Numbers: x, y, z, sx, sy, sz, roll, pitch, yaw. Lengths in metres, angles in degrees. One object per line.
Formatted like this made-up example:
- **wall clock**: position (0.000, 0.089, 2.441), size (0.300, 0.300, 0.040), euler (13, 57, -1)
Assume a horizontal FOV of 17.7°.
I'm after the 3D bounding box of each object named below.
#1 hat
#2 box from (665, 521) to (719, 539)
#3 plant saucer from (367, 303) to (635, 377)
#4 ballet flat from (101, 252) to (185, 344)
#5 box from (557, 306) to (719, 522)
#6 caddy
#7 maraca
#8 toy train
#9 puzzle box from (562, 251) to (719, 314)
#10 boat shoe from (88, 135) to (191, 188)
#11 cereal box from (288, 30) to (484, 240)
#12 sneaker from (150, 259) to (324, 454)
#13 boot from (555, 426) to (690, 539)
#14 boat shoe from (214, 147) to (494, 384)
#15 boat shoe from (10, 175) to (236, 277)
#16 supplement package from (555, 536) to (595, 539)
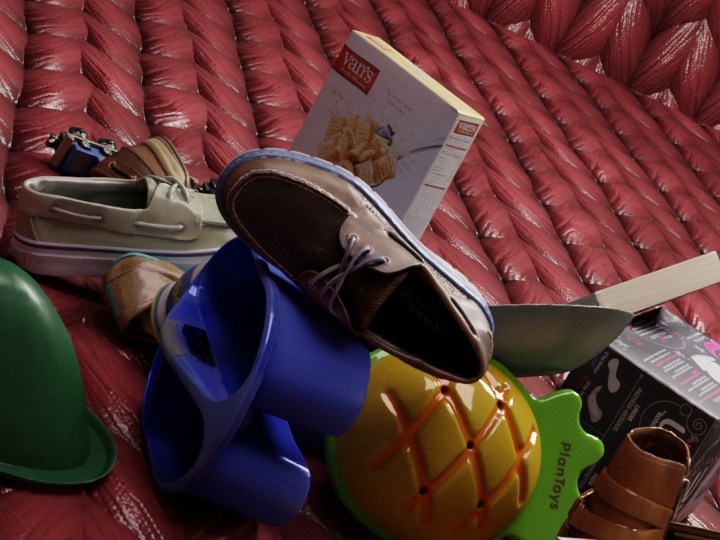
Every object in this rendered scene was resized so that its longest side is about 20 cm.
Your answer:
- **hat**: position (-0.194, 0.004, 1.320), size (0.199, 0.177, 0.166), euler (15, 20, -39)
- **box**: position (0.274, 0.216, 1.562), size (0.199, 0.021, 0.163), euler (29, -13, -27)
- **plant saucer**: position (0.088, 0.052, 1.581), size (0.200, 0.039, 0.201), euler (-1, -8, 0)
- **ballet flat**: position (-0.087, 0.046, 1.603), size (0.199, 0.068, 0.073), euler (20, 37, -26)
- **box**: position (0.215, 0.120, 1.733), size (0.114, 0.133, 0.200), euler (34, 16, 17)
- **caddy**: position (-0.076, 0.063, 1.407), size (0.105, 0.142, 0.200), euler (27, 14, -20)
- **maraca**: position (0.068, 0.118, 1.496), size (0.199, 0.138, 0.107), euler (15, -7, -22)
- **toy train**: position (-0.166, -0.070, 1.883), size (0.199, 0.034, 0.046), euler (20, 30, -31)
- **puzzle box**: position (0.173, 0.036, 1.805), size (0.133, 0.200, 0.026), euler (-18, 86, -35)
- **boat shoe**: position (-0.144, -0.023, 1.725), size (0.067, 0.072, 0.200), euler (-16, 43, -20)
- **cereal box**: position (0.000, -0.072, 1.852), size (0.039, 0.201, 0.144), euler (10, 22, -47)
- **sneaker**: position (-0.040, 0.057, 1.540), size (0.199, 0.082, 0.074), euler (30, 47, -16)
- **boot**: position (0.139, 0.176, 1.378), size (0.073, 0.155, 0.200), euler (28, 15, 2)
- **boat shoe**: position (0.003, -0.002, 1.365), size (0.199, 0.072, 0.072), euler (32, 15, -18)
- **boat shoe**: position (-0.144, -0.034, 1.619), size (0.199, 0.062, 0.072), euler (-4, 31, -18)
- **supplement package**: position (0.177, 0.247, 1.223), size (0.199, 0.152, 0.151), euler (11, 22, -46)
